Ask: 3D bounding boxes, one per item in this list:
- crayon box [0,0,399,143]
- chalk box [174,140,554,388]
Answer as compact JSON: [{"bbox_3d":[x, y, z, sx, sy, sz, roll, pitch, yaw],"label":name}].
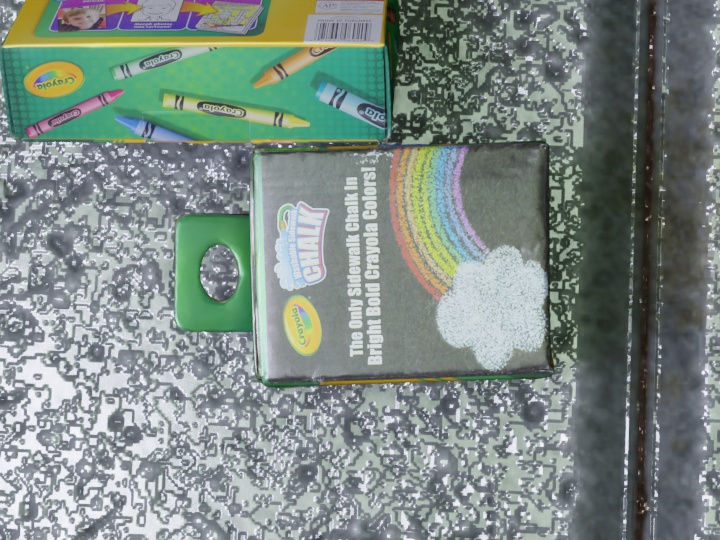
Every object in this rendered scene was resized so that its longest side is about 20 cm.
[{"bbox_3d":[-0.080,-0.121,0.918,0.198,0.119,0.059,0,123,4],"label":"crayon box"},{"bbox_3d":[0.000,0.000,0.932,0.198,0.124,0.126,-1,86,2],"label":"chalk box"}]
